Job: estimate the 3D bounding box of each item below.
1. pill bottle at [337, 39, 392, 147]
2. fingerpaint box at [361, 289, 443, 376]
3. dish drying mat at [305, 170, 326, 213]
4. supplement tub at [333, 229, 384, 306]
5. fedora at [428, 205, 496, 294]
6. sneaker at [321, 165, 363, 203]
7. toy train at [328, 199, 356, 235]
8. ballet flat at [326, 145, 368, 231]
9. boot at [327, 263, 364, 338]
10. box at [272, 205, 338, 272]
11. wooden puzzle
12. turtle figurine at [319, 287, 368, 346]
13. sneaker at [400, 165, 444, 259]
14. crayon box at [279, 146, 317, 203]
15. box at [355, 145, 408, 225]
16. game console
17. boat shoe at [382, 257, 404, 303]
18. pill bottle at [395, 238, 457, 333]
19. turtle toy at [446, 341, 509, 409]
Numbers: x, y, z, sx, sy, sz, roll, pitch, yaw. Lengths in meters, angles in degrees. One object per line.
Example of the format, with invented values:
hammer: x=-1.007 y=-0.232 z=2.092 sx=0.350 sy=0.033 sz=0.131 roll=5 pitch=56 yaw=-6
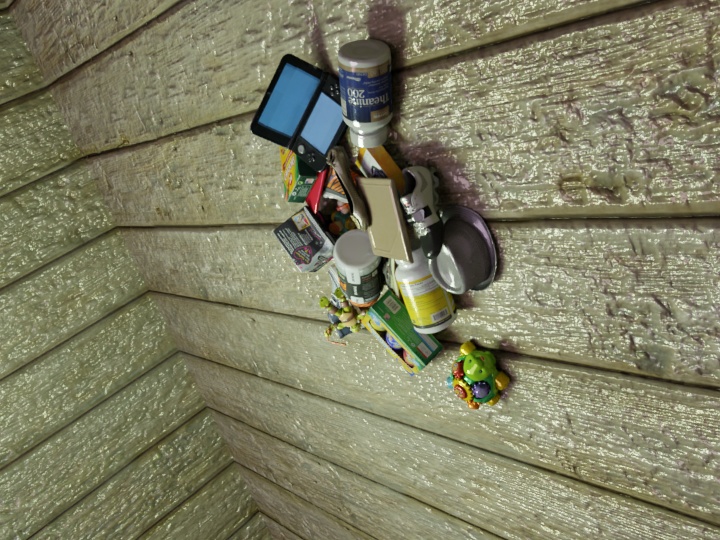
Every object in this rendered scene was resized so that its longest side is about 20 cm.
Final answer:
pill bottle: x=0.013 y=-0.366 z=1.524 sx=0.110 sy=0.110 sz=0.203 roll=30 pitch=140 yaw=36
fingerpaint box: x=0.102 y=0.164 z=1.861 sx=0.200 sy=0.073 sz=0.167 roll=47 pitch=163 yaw=6
dish drying mat: x=-0.104 y=-0.244 z=1.766 sx=0.077 sy=0.018 sz=0.203 roll=55 pitch=140 yaw=43
supplement tub: x=0.000 y=0.000 z=1.841 sx=0.122 sy=0.122 sz=0.201 roll=39 pitch=158 yaw=27
fedora: x=0.206 y=-0.030 z=1.576 sx=0.175 sy=0.090 sz=0.203 roll=23 pitch=135 yaw=43
sneaker: x=-0.034 y=-0.228 z=1.750 sx=0.197 sy=0.077 sz=0.114 roll=12 pitch=115 yaw=34
toy train: x=-0.019 y=-0.118 z=1.846 sx=0.151 sy=0.055 sz=0.200 roll=51 pitch=148 yaw=10
ballet flat: x=-0.031 y=-0.182 z=1.659 sx=0.067 sy=0.046 sz=0.204 roll=15 pitch=126 yaw=69
boot: x=-0.063 y=0.089 z=2.044 sx=0.203 sy=0.089 sz=0.073 roll=63 pitch=175 yaw=-10
box: x=-0.130 y=-0.076 z=1.895 sx=0.133 sy=0.114 sz=0.200 roll=54 pitch=-174 yaw=4
wooden puzzle: x=0.056 y=-0.117 z=1.621 sx=0.199 sy=0.037 sz=0.189 roll=22 pitch=129 yaw=64
turtle figurine: x=-0.031 y=0.117 z=1.986 sx=0.197 sy=0.065 sz=0.162 roll=-21 pitch=128 yaw=21
sneaker: x=0.120 y=-0.122 z=1.529 sx=0.074 sy=0.087 sz=0.204 roll=-27 pitch=65 yaw=53
crayon box: x=-0.158 y=-0.287 z=1.805 sx=0.127 sy=0.050 sz=0.204 roll=128 pitch=138 yaw=-57
box: x=0.067 y=-0.196 z=1.643 sx=0.201 sy=0.041 sz=0.119 roll=52 pitch=166 yaw=5
game console: x=-0.125 y=-0.351 z=1.645 sx=0.170 sy=0.118 sz=0.202 roll=40 pitch=112 yaw=23
boat shoe: x=0.084 y=-0.007 z=1.785 sx=0.064 sy=0.073 sz=0.203 roll=24 pitch=137 yaw=33
pill bottle: x=0.147 y=0.034 z=1.697 sx=0.111 sy=0.112 sz=0.203 roll=4 pitch=121 yaw=53
turtle toy: x=0.270 y=0.250 z=1.728 sx=0.145 sy=0.100 sz=0.202 roll=42 pitch=146 yaw=22
